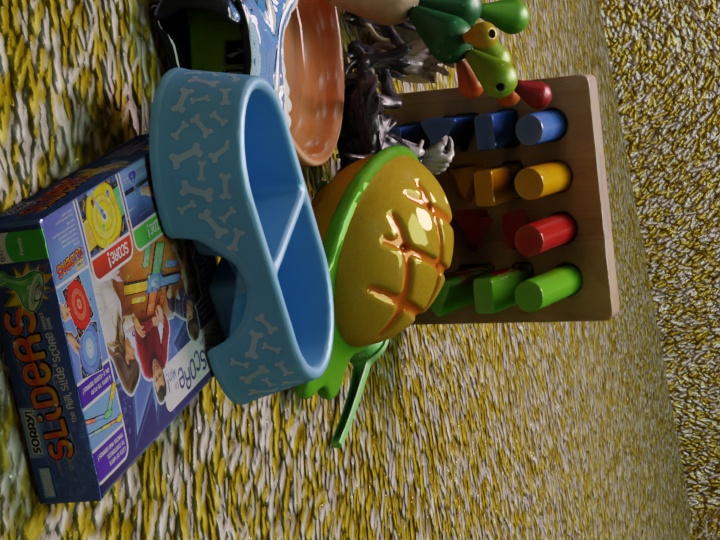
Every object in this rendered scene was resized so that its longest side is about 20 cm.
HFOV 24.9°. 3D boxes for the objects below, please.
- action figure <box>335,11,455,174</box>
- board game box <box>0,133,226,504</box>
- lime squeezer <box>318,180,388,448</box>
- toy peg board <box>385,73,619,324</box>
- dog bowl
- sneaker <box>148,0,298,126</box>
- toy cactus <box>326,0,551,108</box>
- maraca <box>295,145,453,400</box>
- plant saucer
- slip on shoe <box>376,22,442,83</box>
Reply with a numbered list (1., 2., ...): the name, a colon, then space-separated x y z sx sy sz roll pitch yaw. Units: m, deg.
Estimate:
1. action figure: 0.027 -0.132 1.262 0.201 0.101 0.120 -87 -178 -48
2. board game box: -0.121 0.015 0.829 0.200 0.034 0.137 -49 131 -69
3. lime squeezer: -0.001 0.036 1.236 0.071 0.037 0.202 35 51 -69
4. toy peg board: 0.094 -0.049 1.338 0.098 0.198 0.201 -19 104 -58
5. dog bowl: -0.060 -0.019 0.904 0.112 0.049 0.201 -73 153 -55
6. sneaker: -0.079 -0.166 0.978 0.089 0.078 0.202 41 45 -70
7. toy cactus: 0.058 -0.201 1.193 0.102 0.164 0.201 123 -35 -47
8. maraca: 0.000 0.000 1.144 0.201 0.106 0.138 -57 146 -35
9. plant saucer: -0.058 -0.170 1.126 0.200 0.037 0.202 -7 90 -75
10. slip on shoe: 0.050 -0.221 1.393 0.200 0.073 0.062 92 6 -76
